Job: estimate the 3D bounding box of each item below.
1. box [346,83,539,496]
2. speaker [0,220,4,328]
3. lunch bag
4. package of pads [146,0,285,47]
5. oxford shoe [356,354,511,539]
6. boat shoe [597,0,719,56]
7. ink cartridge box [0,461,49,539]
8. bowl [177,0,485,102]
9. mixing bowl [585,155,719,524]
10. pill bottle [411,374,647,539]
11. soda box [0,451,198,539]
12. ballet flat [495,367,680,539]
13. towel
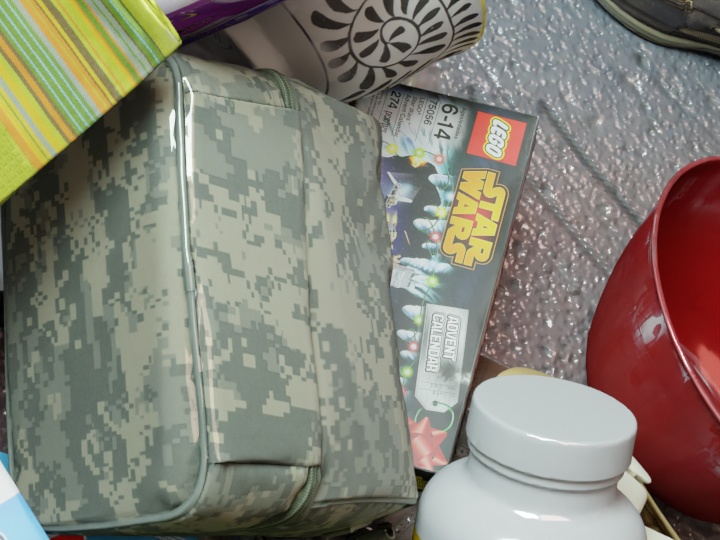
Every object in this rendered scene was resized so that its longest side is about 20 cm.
[{"bbox_3d":[0.000,0.000,0.952,0.136,0.040,0.202,14,64,5],"label":"box"},{"bbox_3d":[-0.147,-0.074,0.917,0.080,0.081,0.202,5,71,-23],"label":"speaker"},{"bbox_3d":[-0.052,0.020,0.825,0.167,0.139,0.202,5,76,-43],"label":"lunch bag"},{"bbox_3d":[-0.089,-0.128,0.787,0.120,0.199,0.076,-25,97,-53],"label":"package of pads"},{"bbox_3d":[0.020,0.123,0.950,0.073,0.072,0.200,33,59,14],"label":"oxford shoe"},{"bbox_3d":[0.218,-0.163,1.115,0.199,0.073,0.075,22,66,-17],"label":"boat shoe"},{"bbox_3d":[-0.219,0.070,0.767,0.116,0.068,0.201,-31,86,-24],"label":"ink cartridge box"},{"bbox_3d":[-0.047,-0.140,0.909,0.201,0.201,0.094,42,76,-7],"label":"bowl"},{"bbox_3d":[0.189,0.053,1.000,0.199,0.108,0.202,23,49,-29],"label":"mixing bowl"},{"bbox_3d":[0.069,0.153,0.862,0.103,0.104,0.202,0,110,-24],"label":"pill bottle"},{"bbox_3d":[-0.177,0.113,0.851,0.199,0.068,0.065,23,68,-16],"label":"soda box"},{"bbox_3d":[0.125,0.119,0.943,0.069,0.063,0.200,-56,129,-23],"label":"ballet flat"},{"bbox_3d":[-0.165,-0.053,0.721,0.200,0.018,0.086,-40,85,8],"label":"towel"}]
